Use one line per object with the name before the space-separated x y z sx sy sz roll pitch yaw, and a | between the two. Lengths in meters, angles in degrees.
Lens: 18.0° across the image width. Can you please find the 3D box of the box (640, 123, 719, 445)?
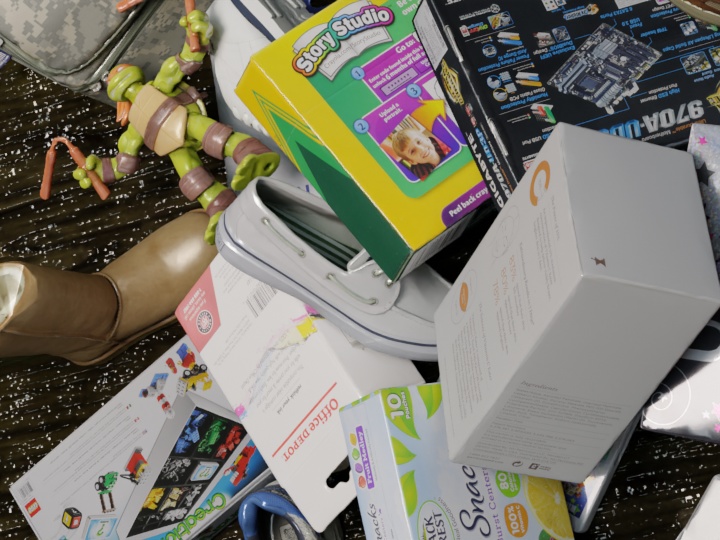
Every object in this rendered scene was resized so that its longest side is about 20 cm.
box | 0.261 0.017 1.455 0.115 0.132 0.200 8 86 24

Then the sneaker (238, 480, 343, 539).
sneaker | -0.039 0.241 1.588 0.077 0.085 0.200 -29 74 18

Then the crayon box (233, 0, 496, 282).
crayon box | 0.047 -0.118 1.534 0.200 0.058 0.173 -35 79 -25

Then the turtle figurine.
turtle figurine | -0.137 -0.094 1.622 0.161 0.064 0.200 45 110 22

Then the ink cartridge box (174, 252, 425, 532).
ink cartridge box | -0.034 0.070 1.596 0.200 0.067 0.116 57 133 19

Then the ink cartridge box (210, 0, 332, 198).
ink cartridge box | -0.012 -0.134 1.647 0.196 0.043 0.200 -13 80 22

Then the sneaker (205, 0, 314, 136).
sneaker | -0.046 -0.121 1.607 0.081 0.076 0.200 -47 62 25

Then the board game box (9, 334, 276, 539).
board game box | -0.154 0.152 1.677 0.200 0.035 0.126 -40 69 15

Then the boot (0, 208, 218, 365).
boot | -0.195 0.014 1.621 0.175 0.200 0.066 -42 71 15

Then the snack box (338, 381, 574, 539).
snack box | 0.073 0.174 1.494 0.053 0.142 0.200 -27 72 50

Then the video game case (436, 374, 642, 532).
video game case | 0.135 0.061 1.569 0.143 0.018 0.200 27 95 24

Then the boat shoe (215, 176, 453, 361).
boat shoe | 0.000 0.000 1.537 0.067 0.200 0.074 124 162 -48

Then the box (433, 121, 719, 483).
box | 0.132 0.024 1.429 0.200 0.097 0.124 121 153 -45

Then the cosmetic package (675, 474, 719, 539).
cosmetic package | 0.293 0.223 1.444 0.200 0.090 0.107 34 98 27

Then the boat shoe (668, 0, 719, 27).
boat shoe | 0.270 -0.191 1.485 0.200 0.074 0.076 33 68 8

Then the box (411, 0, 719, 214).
box | 0.156 -0.136 1.508 0.200 0.046 0.159 -18 73 -19

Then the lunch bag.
lunch bag | -0.197 -0.232 1.659 0.200 0.168 0.139 -49 53 12
